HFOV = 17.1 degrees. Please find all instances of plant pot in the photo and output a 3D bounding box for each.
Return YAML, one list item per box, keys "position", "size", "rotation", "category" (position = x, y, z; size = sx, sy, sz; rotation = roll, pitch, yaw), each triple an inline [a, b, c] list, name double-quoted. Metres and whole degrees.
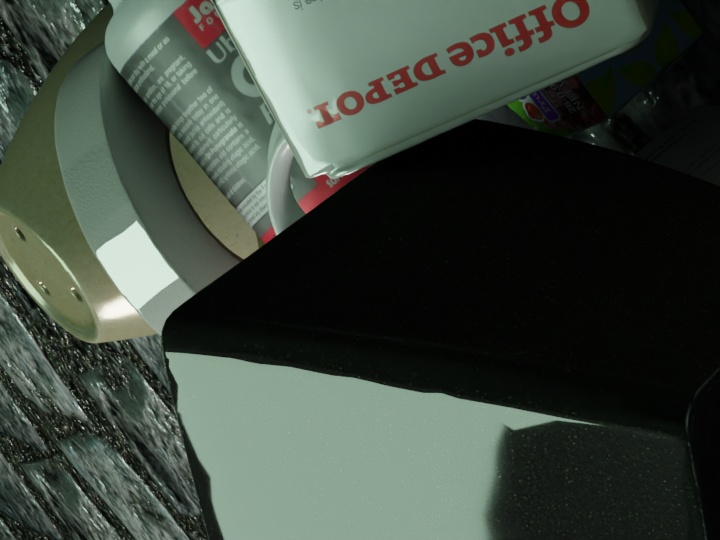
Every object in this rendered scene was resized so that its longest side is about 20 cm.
- position: [0.074, 0.071, 0.842]
  size: [0.177, 0.200, 0.200]
  rotation: [3, 116, 35]
  category: "plant pot"

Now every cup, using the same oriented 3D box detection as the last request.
- position: [-0.134, -0.041, 1.401]
  size: [0.200, 0.143, 0.200]
  rotation: [42, 158, 21]
  category: "cup"

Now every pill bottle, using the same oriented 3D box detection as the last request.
- position: [-0.054, -0.106, 1.172]
  size: [0.200, 0.111, 0.111]
  rotation: [49, 159, -1]
  category: "pill bottle"

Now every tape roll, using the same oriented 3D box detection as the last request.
- position: [-0.074, -0.039, 1.237]
  size: [0.037, 0.203, 0.203]
  rotation: [-32, 100, 29]
  category: "tape roll"

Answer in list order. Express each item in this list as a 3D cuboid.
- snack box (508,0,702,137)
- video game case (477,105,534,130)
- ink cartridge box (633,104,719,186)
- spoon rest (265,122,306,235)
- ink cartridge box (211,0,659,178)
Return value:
- position: [0.027, -0.142, 1.007]
  size: [0.200, 0.068, 0.169]
  rotation: [53, 158, -8]
  category: "snack box"
- position: [0.112, 0.042, 0.989]
  size: [0.200, 0.022, 0.182]
  rotation: [44, 160, 18]
  category: "video game case"
- position: [0.197, 0.021, 0.925]
  size: [0.200, 0.083, 0.146]
  rotation: [13, 138, 58]
  category: "ink cartridge box"
- position: [0.000, 0.000, 1.092]
  size: [0.099, 0.060, 0.200]
  rotation: [-88, -16, -56]
  category: "spoon rest"
- position: [0.006, -0.155, 0.874]
  size: [0.200, 0.146, 0.084]
  rotation: [63, -159, -14]
  category: "ink cartridge box"
